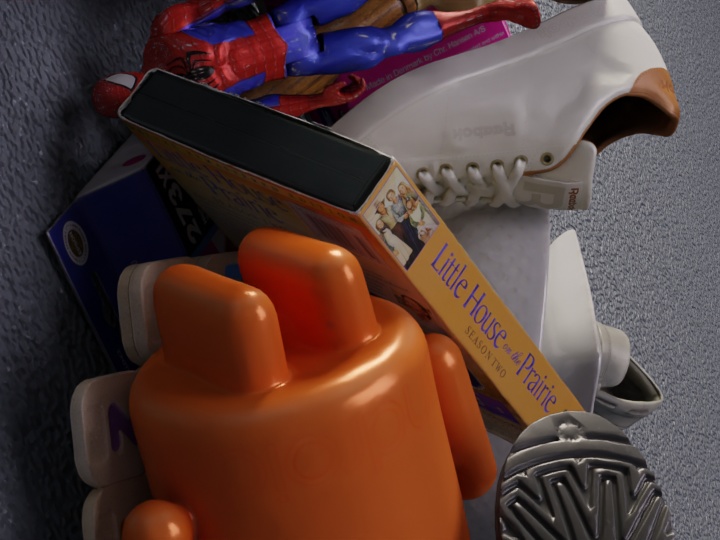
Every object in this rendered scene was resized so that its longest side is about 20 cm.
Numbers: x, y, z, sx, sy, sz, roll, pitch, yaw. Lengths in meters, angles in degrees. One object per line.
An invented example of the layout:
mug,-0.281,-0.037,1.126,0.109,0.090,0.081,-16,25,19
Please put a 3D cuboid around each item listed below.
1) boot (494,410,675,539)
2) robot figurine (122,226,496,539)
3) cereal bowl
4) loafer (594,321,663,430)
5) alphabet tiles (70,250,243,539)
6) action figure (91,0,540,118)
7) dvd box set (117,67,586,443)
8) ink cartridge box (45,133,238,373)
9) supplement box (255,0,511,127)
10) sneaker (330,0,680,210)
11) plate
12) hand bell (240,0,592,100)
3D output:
boot,0.078,0.175,0.744,0.200,0.065,0.166,99,-15,-56
robot figurine,-0.021,0.087,0.702,0.144,0.116,0.201,-57,137,-61
cereal bowl,0.044,0.043,0.966,0.200,0.083,0.201,7,90,-89
loafer,0.149,0.054,1.272,0.200,0.069,0.070,42,38,-53
alphabet tiles,-0.061,0.094,0.764,0.195,0.015,0.201,-11,95,-64
action figure,-0.021,-0.103,0.808,0.052,0.199,0.066,-138,-150,-70
dvd box set,0.000,0.000,0.787,0.029,0.146,0.200,-55,137,-14
ink cartridge box,-0.074,-0.022,0.842,0.095,0.037,0.200,66,25,-20
supplement box,-0.004,-0.169,0.976,0.201,0.103,0.101,67,-13,-16
sneaker,0.061,-0.056,0.880,0.085,0.199,0.073,61,-8,21
plate,0.095,0.098,1.008,0.200,0.032,0.201,-81,177,-70
hand bell,0.011,-0.123,0.871,0.104,0.200,0.104,47,-21,24
